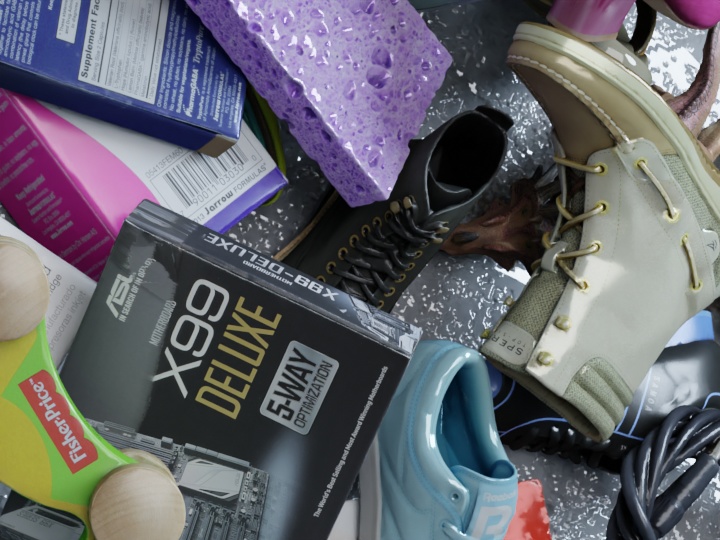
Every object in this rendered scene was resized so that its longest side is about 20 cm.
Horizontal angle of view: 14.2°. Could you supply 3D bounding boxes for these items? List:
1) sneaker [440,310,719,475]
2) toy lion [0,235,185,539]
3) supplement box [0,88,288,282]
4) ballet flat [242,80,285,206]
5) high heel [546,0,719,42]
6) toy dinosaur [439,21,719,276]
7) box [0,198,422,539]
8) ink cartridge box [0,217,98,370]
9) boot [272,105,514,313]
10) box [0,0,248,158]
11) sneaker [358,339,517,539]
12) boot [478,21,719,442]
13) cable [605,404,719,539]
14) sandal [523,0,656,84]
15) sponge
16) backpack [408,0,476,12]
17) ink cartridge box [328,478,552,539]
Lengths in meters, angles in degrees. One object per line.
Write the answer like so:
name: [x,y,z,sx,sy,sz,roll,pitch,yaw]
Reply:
sneaker: [0.125,0.078,1.611,0.199,0.070,0.078,-12,78,-26]
toy lion: [-0.208,0.087,1.377,0.191,0.069,0.201,-32,99,-4]
supplement box: [-0.149,-0.088,1.512,0.101,0.103,0.200,-38,96,-26]
ballet flat: [-0.092,-0.129,1.572,0.200,0.067,0.067,53,43,-3]
high heel: [0.170,-0.179,1.541,0.067,0.096,0.200,33,27,16]
toy dinosaur: [0.145,-0.056,1.609,0.086,0.200,0.135,48,21,20]
box: [-0.079,0.087,1.447,0.157,0.050,0.201,26,108,2]
ink cartridge box: [-0.254,0.019,1.449,0.200,0.084,0.146,35,67,-13]
boot: [0.000,0.000,1.536,0.077,0.138,0.201,32,68,-14]
box: [-0.147,-0.143,1.447,0.199,0.032,0.122,18,66,-26]
sneaker: [0.047,0.134,1.512,0.074,0.082,0.201,-10,89,-38]
boot: [0.111,-0.018,1.512,0.155,0.072,0.200,-50,122,-9]
cable: [0.196,0.178,1.600,0.163,0.051,0.201,8,90,-42]
sandal: [0.133,-0.150,1.611,0.080,0.200,0.054,34,103,-17]
sponge: [-0.032,-0.141,1.486,0.200,0.030,0.112,52,45,-28]
backpack: [0.028,-0.231,1.569,0.176,0.200,0.154,39,69,-24]
ink cartridge box: [0.032,0.201,1.553,0.199,0.050,0.163,-7,81,-22]
